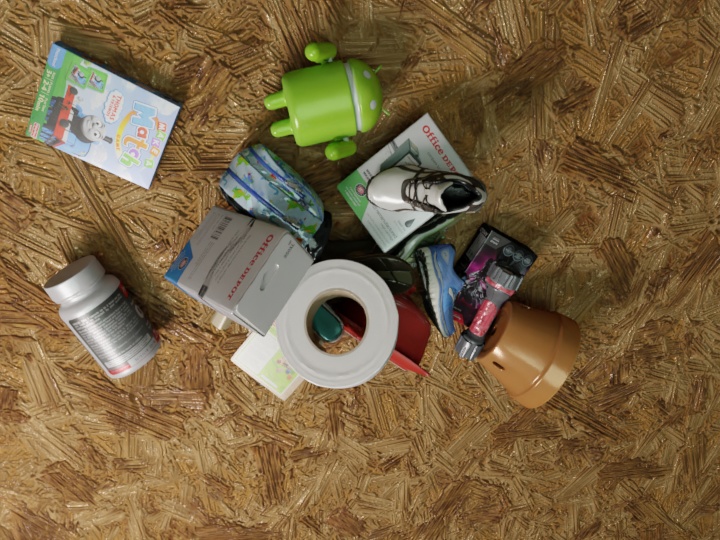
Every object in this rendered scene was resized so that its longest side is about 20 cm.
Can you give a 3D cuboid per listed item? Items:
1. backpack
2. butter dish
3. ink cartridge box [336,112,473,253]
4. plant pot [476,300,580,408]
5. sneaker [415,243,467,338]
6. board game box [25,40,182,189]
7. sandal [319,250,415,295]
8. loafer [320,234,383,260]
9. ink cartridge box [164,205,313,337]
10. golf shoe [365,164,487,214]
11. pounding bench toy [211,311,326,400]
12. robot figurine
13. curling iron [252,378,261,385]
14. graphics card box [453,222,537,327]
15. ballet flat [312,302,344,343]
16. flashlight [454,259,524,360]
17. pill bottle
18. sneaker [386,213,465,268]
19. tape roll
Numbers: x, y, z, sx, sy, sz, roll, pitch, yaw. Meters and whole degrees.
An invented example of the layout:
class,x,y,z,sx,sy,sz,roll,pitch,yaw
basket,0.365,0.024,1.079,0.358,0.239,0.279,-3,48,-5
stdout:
class,x,y,z,sx,sy,sz,roll,pitch,yaw
backpack,-0.141,-0.116,0.938,0.197,0.163,0.156,24,101,-12
butter dish,0.054,0.082,1.055,0.198,0.199,0.149,36,84,-22
ink cartridge box,0.079,-0.151,0.963,0.199,0.084,0.147,-38,92,9
plant pot,0.325,0.155,1.125,0.138,0.200,0.202,29,108,-4
sneaker,0.164,0.040,1.043,0.088,0.079,0.203,-18,123,-8
board game box,-0.408,-0.243,0.888,0.197,0.037,0.153,23,109,-20
sandal,0.000,0.000,0.983,0.196,0.055,0.083,-4,124,19
loafer,-0.047,-0.020,1.032,0.197,0.076,0.070,-25,121,3
ink cartridge box,-0.192,-0.004,0.866,0.146,0.198,0.084,-58,138,-14
golf shoe,0.102,-0.128,0.874,0.196,0.095,0.080,1,99,7
pounding bench toy,-0.168,0.102,1.028,0.199,0.156,0.125,39,105,-10
robot figurine,-0.053,-0.270,0.890,0.196,0.116,0.179,-13,105,-3
curling iron,-0.134,0.175,1.134,0.198,0.026,0.050,-33,79,3
graphics card box,0.248,0.019,1.114,0.124,0.051,0.202,25,108,-19
ballet flat,-0.104,0.048,0.991,0.069,0.069,0.200,-42,90,12
flashlight,0.244,0.082,1.077,0.067,0.068,0.203,17,111,-18
pill bottle,-0.458,0.082,0.990,0.112,0.114,0.202,-24,117,3
sneaker,0.124,-0.056,1.056,0.199,0.078,0.089,-36,129,14
tape roll,-0.036,0.087,0.897,0.198,0.071,0.207,-1,79,4
